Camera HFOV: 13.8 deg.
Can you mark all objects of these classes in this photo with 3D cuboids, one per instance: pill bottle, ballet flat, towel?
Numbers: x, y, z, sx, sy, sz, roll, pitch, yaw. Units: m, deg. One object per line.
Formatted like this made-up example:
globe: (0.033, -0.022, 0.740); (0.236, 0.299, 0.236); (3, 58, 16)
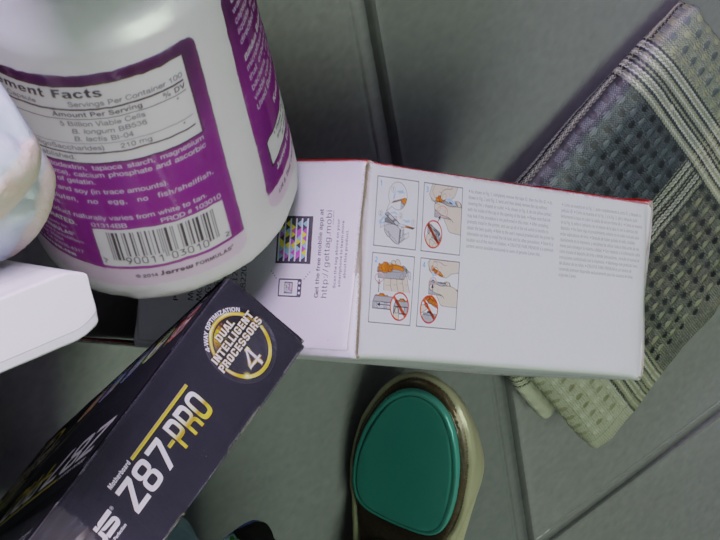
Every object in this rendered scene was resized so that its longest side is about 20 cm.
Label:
pill bottle: (-0.094, -0.092, 1.134); (0.112, 0.112, 0.201); (-35, 142, -19)
ballet flat: (0.029, 0.121, 1.504); (0.069, 0.069, 0.201); (-19, 136, -35)
towel: (0.136, -0.020, 1.516); (0.193, 0.034, 0.200); (-50, 142, -5)

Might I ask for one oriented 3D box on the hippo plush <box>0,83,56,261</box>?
hippo plush: (-0.208, -0.047, 1.010); (0.160, 0.160, 0.200); (-34, 158, -5)

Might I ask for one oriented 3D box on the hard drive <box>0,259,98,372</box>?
hard drive: (-0.199, 0.024, 1.061); (0.131, 0.200, 0.027); (-23, 108, -31)

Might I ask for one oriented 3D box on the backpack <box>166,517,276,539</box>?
backpack: (-0.099, 0.228, 1.381); (0.200, 0.147, 0.184); (-34, 138, -28)

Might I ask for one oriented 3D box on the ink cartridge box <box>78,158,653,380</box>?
ink cartridge box: (0.000, 0.000, 1.313); (0.199, 0.175, 0.085); (6, 87, -49)

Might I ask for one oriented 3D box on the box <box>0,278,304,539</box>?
box: (-0.118, 0.105, 1.208); (0.162, 0.049, 0.200); (-56, -170, -35)
